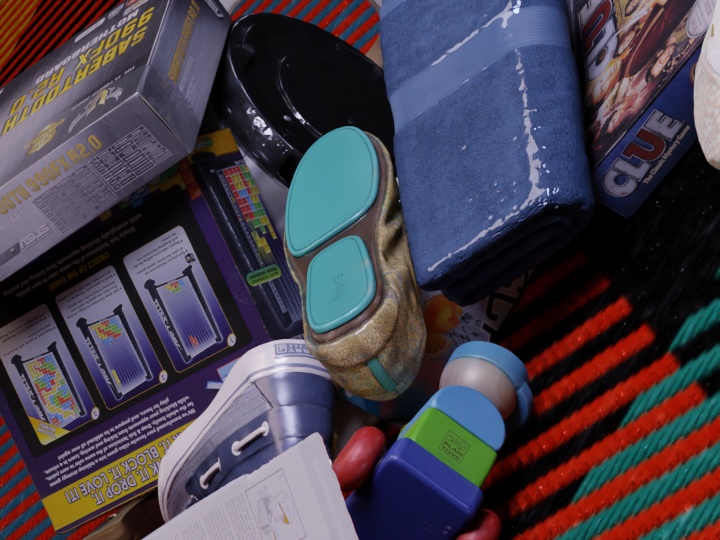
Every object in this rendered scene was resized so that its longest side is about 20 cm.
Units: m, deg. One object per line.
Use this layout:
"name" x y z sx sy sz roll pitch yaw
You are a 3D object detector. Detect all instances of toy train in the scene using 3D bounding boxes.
"toy train" 0.013 0.124 1.439 0.116 0.085 0.200 -55 2 -42

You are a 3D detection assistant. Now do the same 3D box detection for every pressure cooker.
"pressure cooker" -0.068 -0.033 1.716 0.200 0.178 0.176 -50 22 28

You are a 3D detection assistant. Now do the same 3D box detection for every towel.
"towel" 0.066 -0.087 1.458 0.111 0.048 0.201 -33 48 34

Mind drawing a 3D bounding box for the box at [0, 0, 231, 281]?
"box" -0.171 -0.072 1.623 0.200 0.048 0.159 -32 23 25

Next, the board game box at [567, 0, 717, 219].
"board game box" 0.159 -0.135 1.472 0.136 0.035 0.200 -52 20 30

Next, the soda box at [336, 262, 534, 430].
"soda box" 0.054 -0.013 1.533 0.201 0.063 0.068 -60 18 7

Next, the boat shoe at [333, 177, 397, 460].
"boat shoe" 0.012 0.037 1.624 0.063 0.073 0.201 0 -58 -59

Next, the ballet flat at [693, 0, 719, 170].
"ballet flat" 0.185 -0.128 1.312 0.067 0.062 0.201 -4 49 24

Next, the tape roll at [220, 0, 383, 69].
"tape roll" -0.035 -0.148 1.759 0.203 0.202 0.037 -50 26 31

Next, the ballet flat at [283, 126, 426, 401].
"ballet flat" 0.000 0.000 1.465 0.071 0.071 0.200 -54 21 24

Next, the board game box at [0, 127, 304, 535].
"board game box" -0.123 0.036 1.631 0.200 0.166 0.057 -27 -3 32

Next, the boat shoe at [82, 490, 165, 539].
"boat shoe" -0.104 0.150 1.718 0.200 0.072 0.065 -30 19 49

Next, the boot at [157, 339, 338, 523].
"boot" -0.061 0.124 1.537 0.200 0.072 0.091 117 152 -54

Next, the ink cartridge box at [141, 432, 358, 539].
"ink cartridge box" -0.026 0.173 1.357 0.200 0.050 0.163 -34 73 51
